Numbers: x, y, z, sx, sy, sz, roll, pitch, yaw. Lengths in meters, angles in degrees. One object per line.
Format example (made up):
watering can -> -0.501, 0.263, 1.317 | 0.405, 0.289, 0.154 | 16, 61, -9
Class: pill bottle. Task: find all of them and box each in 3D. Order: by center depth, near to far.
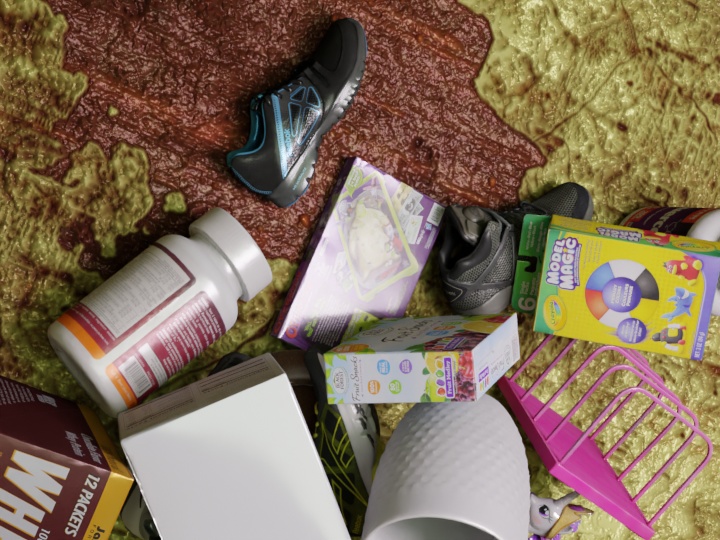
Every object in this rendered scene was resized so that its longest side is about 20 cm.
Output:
pill bottle -> -0.185, 0.036, 1.450 | 0.200, 0.109, 0.110 | -39, 107, -17
pill bottle -> 0.358, -0.011, 1.638 | 0.112, 0.200, 0.114 | -1, 93, -24

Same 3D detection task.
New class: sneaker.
sneaker -> -0.176, 0.158, 1.470 | 0.201, 0.088, 0.074 | -60, 143, -5
sneaker -> -0.023, 0.171, 1.496 | 0.084, 0.074, 0.201 | -21, 94, 13
sneaker -> -0.059, -0.166, 1.516 | 0.082, 0.073, 0.201 | 28, 81, -21
sneaker -> 0.158, -0.044, 1.605 | 0.199, 0.076, 0.115 | -38, 129, -13

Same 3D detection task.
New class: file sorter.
file sorter -> 0.253, 0.148, 1.583 | 0.139, 0.200, 0.126 | 36, 101, -21

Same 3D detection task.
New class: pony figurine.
pony figurine -> 0.118, 0.275, 1.574 | 0.199, 0.167, 0.194 | 19, 113, 1

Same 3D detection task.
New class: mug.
mug -> 0.088, 0.219, 1.429 | 0.146, 0.176, 0.201 | -1, 132, 14

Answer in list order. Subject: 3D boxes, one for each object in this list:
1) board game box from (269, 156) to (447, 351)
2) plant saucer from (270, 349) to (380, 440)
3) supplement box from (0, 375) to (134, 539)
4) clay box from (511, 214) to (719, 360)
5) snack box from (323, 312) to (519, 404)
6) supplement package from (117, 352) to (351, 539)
board game box -> 0.000, 0.000, 1.575 | 0.120, 0.032, 0.201 | 28, 81, -26
plant saucer -> -0.068, 0.181, 1.538 | 0.199, 0.032, 0.202 | -4, 101, -21
supplement box -> -0.328, 0.176, 1.336 | 0.199, 0.197, 0.134 | 23, 94, -23
clay box -> 0.253, 0.015, 1.547 | 0.198, 0.048, 0.116 | 9, 114, 8
snack box -> 0.062, 0.082, 1.462 | 0.141, 0.200, 0.053 | -4, 96, 17
supplement package -> -0.108, 0.200, 1.377 | 0.155, 0.111, 0.201 | -22, 100, -7
